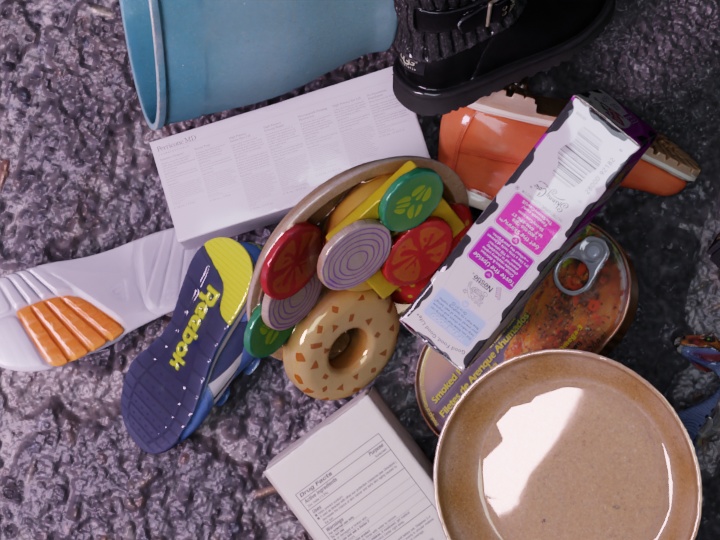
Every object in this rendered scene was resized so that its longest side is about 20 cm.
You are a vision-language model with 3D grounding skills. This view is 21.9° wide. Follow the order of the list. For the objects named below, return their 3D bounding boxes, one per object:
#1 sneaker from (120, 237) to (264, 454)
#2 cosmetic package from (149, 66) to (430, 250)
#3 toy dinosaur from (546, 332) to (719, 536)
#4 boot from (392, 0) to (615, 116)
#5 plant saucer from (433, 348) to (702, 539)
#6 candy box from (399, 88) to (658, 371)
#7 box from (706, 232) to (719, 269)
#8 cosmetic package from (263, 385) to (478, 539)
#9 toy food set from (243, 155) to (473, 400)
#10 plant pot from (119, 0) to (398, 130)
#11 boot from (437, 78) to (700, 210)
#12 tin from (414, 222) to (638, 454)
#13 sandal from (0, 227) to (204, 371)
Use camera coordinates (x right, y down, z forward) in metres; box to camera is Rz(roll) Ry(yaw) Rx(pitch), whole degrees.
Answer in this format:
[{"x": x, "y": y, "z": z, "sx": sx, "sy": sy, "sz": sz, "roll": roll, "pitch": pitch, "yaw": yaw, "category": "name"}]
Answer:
[{"x": -0.113, "y": 0.061, "z": 1.426, "sx": 0.074, "sy": 0.082, "sz": 0.200, "roll": 46, "pitch": 118, "yaw": 23, "category": "sneaker"}, {"x": -0.052, "y": -0.085, "z": 1.421, "sx": 0.200, "sy": 0.051, "sz": 0.083, "roll": -17, "pitch": 83, "yaw": 1, "category": "cosmetic package"}, {"x": 0.215, "y": 0.133, "z": 1.430, "sx": 0.181, "sy": 0.200, "sz": 0.105, "roll": -29, "pitch": 59, "yaw": -22, "category": "toy dinosaur"}, {"x": 0.106, "y": -0.214, "z": 1.332, "sx": 0.211, "sy": 0.158, "sz": 0.079, "roll": -34, "pitch": 53, "yaw": -27, "category": "boot"}, {"x": 0.152, "y": 0.155, "z": 1.352, "sx": 0.200, "sy": 0.035, "sz": 0.200, "roll": 1, "pitch": 94, "yaw": 23, "category": "plant saucer"}, {"x": 0.121, "y": -0.032, "z": 1.318, "sx": 0.061, "sy": 0.136, "sz": 0.200, "roll": 38, "pitch": 104, "yaw": 7, "category": "candy box"}, {"x": 0.382, "y": 0.002, "z": 1.377, "sx": 0.200, "sy": 0.044, "sz": 0.160, "roll": 45, "pitch": 125, "yaw": 0, "category": "box"}, {"x": 0.027, "y": 0.198, "z": 1.427, "sx": 0.105, "sy": 0.071, "sz": 0.200, "roll": -35, "pitch": 90, "yaw": 5, "category": "cosmetic package"}, {"x": 0.000, "y": 0.000, "z": 1.369, "sx": 0.200, "sy": 0.198, "sz": 0.049, "roll": -42, "pitch": 55, "yaw": 2, "category": "toy food set"}, {"x": -0.076, "y": -0.216, "z": 1.364, "sx": 0.188, "sy": 0.200, "sz": 0.200, "roll": -10, "pitch": 92, "yaw": -12, "category": "plant pot"}, {"x": 0.153, "y": -0.078, "z": 1.417, "sx": 0.200, "sy": 0.075, "sz": 0.107, "roll": 17, "pitch": 108, "yaw": 0, "category": "boot"}, {"x": 0.126, "y": 0.050, "z": 1.413, "sx": 0.112, "sy": 0.042, "sz": 0.200, "roll": 43, "pitch": 99, "yaw": 19, "category": "tin"}, {"x": -0.202, "y": 0.027, "z": 1.442, "sx": 0.206, "sy": 0.059, "sz": 0.079, "roll": -18, "pitch": 81, "yaw": -17, "category": "sandal"}]
